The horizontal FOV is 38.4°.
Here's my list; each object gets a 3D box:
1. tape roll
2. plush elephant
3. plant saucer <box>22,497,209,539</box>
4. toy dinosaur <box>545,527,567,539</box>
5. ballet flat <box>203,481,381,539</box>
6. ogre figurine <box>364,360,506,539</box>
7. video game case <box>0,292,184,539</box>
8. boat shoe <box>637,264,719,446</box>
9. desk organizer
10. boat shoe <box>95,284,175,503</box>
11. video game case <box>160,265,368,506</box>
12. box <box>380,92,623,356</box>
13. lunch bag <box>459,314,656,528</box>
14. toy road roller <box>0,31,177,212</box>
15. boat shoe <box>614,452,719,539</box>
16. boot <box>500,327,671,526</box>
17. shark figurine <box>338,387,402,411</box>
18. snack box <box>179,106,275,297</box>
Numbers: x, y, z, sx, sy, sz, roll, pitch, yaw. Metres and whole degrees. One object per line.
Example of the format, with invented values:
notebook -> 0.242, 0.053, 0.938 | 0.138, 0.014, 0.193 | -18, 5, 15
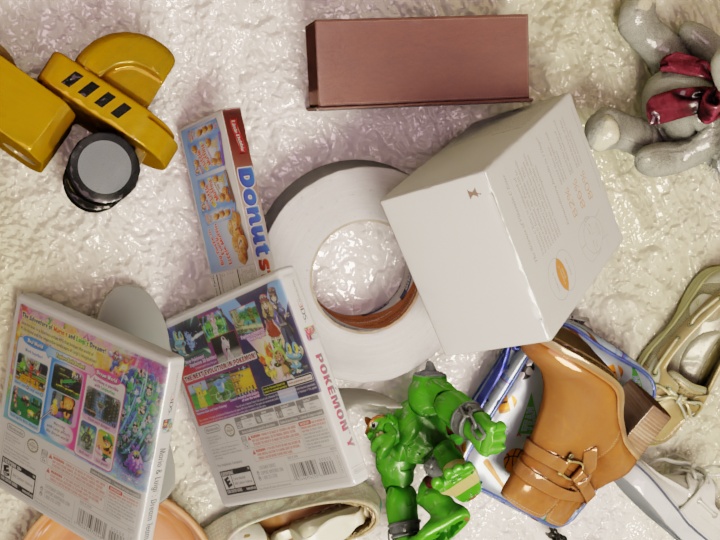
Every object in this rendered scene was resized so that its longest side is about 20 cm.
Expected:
tape roll -> 0.000, 0.000, 0.967 | 0.198, 0.066, 0.203 | -2, 101, -9
plush elephant -> 0.328, -0.153, 0.939 | 0.199, 0.154, 0.166 | 32, 73, -21
plant saucer -> -0.229, 0.299, 0.985 | 0.198, 0.037, 0.203 | 0, 95, -1
toy dinosaur -> 0.214, 0.324, 1.081 | 0.198, 0.048, 0.089 | 18, 112, -14
ballet flat -> -0.073, 0.255, 1.005 | 0.198, 0.062, 0.068 | -21, 104, -5
ogre figurine -> 0.063, 0.177, 0.965 | 0.097, 0.120, 0.201 | -16, 137, -16
video game case -> -0.244, 0.134, 0.904 | 0.024, 0.199, 0.184 | -1, 106, -56
boat shoe -> 0.336, 0.091, 1.047 | 0.073, 0.063, 0.202 | 30, 94, -14
desk organizer -> 0.051, -0.187, 0.938 | 0.198, 0.072, 0.078 | -4, 99, -10
boat shoe -> -0.215, 0.116, 0.945 | 0.070, 0.063, 0.202 | 1, 77, -32
video game case -> -0.090, 0.107, 0.899 | 0.023, 0.199, 0.184 | -19, 88, -42
box -> 0.130, -0.043, 0.906 | 0.106, 0.200, 0.154 | -13, 108, 37
lunch bag -> 0.186, 0.141, 1.026 | 0.159, 0.076, 0.201 | 30, 95, -12
toy road roller -> -0.244, -0.148, 0.870 | 0.199, 0.123, 0.147 | 33, 79, -15
boat shoe -> 0.338, 0.229, 1.067 | 0.202, 0.075, 0.086 | 41, 84, -24
boot -> 0.176, 0.145, 0.936 | 0.199, 0.074, 0.155 | 37, 101, -25
shark figurine -> -0.064, 0.122, 0.963 | 0.089, 0.214, 0.129 | -9, 70, -45
snack box -> -0.113, -0.037, 0.915 | 0.024, 0.072, 0.202 | -12, 90, -42
